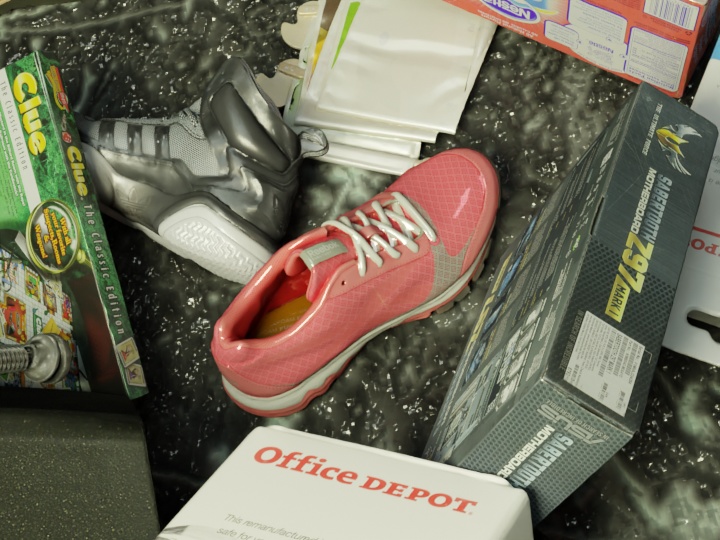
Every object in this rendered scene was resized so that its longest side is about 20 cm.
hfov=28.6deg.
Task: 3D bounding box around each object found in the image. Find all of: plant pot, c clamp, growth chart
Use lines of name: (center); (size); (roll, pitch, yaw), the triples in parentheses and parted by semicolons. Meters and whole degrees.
plant pot: (-0.183, 0.148, 0.683); (0.175, 0.200, 0.202); (-9, 91, -13)
c clamp: (-0.220, 0.050, 0.705); (0.169, 0.199, 0.027); (-5, 88, 25)
growth chart: (0.022, -0.147, 0.876); (0.143, 0.018, 0.202); (20, 73, 21)

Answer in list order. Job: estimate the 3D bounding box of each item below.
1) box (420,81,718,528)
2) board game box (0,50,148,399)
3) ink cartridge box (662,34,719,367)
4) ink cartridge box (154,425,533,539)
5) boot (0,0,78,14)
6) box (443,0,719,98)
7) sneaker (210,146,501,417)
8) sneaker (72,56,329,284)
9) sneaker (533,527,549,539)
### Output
box: (0.093, 0.029, 0.671); (0.051, 0.158, 0.201); (30, 48, -4)
board game box: (-0.190, -0.012, 0.809); (0.104, 0.023, 0.203); (-18, 84, 31)
ink cartridge box: (0.218, -0.029, 0.749); (0.115, 0.068, 0.202); (19, 72, 20)
ink cartridge box: (-0.031, 0.165, 0.572); (0.144, 0.085, 0.200); (9, 36, 30)
boot: (-0.263, -0.225, 0.910); (0.198, 0.139, 0.078); (-16, 64, 6)
box: (0.119, -0.195, 0.815); (0.198, 0.103, 0.095); (25, 70, 15)
sneaker: (0.000, 0.000, 0.777); (0.200, 0.087, 0.074); (-42, 65, -5)
sneaker: (-0.113, -0.079, 0.841); (0.199, 0.076, 0.115); (28, 83, 18)
sneaker: (0.065, 0.148, 0.705); (0.197, 0.077, 0.085); (4, 72, 14)
